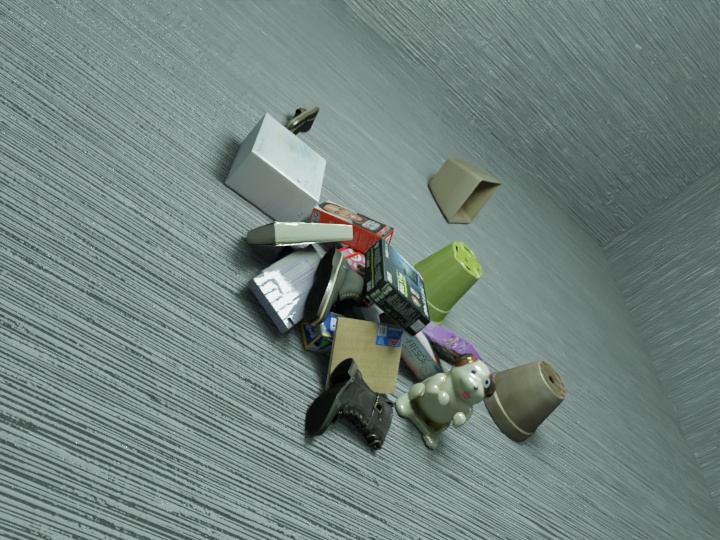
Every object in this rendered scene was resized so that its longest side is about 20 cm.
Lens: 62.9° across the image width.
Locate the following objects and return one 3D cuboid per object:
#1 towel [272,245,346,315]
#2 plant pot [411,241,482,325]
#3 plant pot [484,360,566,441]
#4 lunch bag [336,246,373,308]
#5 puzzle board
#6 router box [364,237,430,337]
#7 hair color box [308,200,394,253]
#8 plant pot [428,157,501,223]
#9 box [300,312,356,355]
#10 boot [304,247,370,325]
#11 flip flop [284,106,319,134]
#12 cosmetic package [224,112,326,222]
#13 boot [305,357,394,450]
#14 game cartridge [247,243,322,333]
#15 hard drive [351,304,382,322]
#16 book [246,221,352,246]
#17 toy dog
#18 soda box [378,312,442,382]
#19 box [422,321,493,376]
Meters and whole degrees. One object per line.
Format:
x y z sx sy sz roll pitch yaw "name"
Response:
-0.113 0.034 1.327 0.200 0.048 0.112 42 32 -15 "towel"
0.238 0.021 1.669 0.199 0.190 0.202 33 35 -27 "plant pot"
0.465 0.342 1.637 0.199 0.173 0.202 33 33 -25 "plant pot"
0.000 0.000 1.473 0.176 0.082 0.199 39 26 14 "lunch bag"
0.012 0.185 1.264 0.198 0.017 0.153 12 85 -42 "puzzle board"
0.080 0.034 1.330 0.150 0.062 0.201 41 22 -21 "router box"
-0.023 -0.107 1.499 0.198 0.062 0.101 23 23 12 "hair color box"
0.382 -0.317 2.247 0.178 0.201 0.199 49 28 22 "plant pot"
-0.034 0.148 1.290 0.198 0.064 0.071 22 40 -41 "box"
-0.033 0.059 1.245 0.138 0.077 0.202 40 44 -23 "boot"
-0.181 -0.452 1.757 0.057 0.082 0.200 35 35 5 "flip flop"
-0.201 -0.244 1.442 0.199 0.123 0.201 34 33 -23 "cosmetic package"
-0.007 0.291 1.164 0.175 0.069 0.201 54 44 -19 "boot"
-0.135 0.032 1.243 0.130 0.038 0.199 51 41 3 "game cartridge"
0.071 0.132 1.486 0.199 0.025 0.133 -9 64 -56 "hard drive"
-0.134 -0.080 1.303 0.198 0.133 0.049 -5 92 -37 "book"
0.213 0.281 1.338 0.140 0.200 0.193 53 31 5 "toy dog"
0.122 0.175 1.409 0.201 0.063 0.069 54 14 -30 "soda box"
0.225 0.197 1.464 0.199 0.039 0.137 27 -20 54 "box"
